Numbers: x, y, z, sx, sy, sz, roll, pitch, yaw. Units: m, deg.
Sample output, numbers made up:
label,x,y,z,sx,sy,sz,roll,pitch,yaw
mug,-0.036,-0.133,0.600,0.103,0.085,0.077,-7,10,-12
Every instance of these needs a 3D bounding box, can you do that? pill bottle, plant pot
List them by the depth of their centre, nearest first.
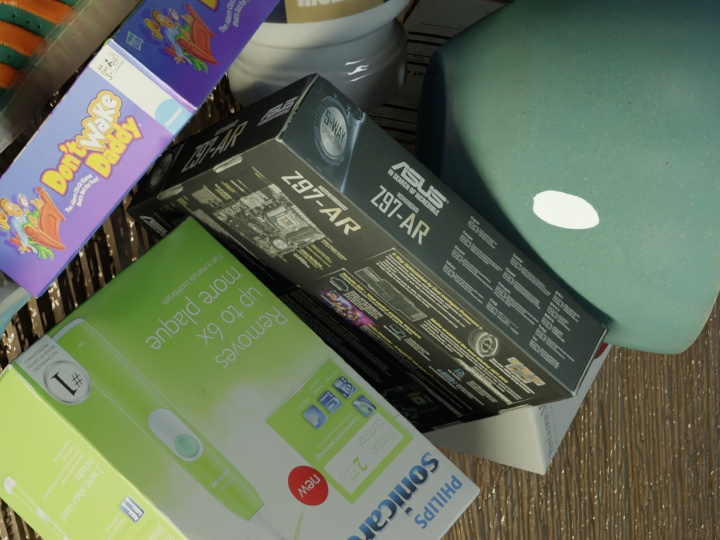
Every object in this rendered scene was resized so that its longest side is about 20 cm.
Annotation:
label,x,y,z,sx,sy,sz,roll,pitch,yaw
pill bottle,-0.030,-0.182,1.054,0.116,0.115,0.201,-46,140,-43
plant pot,0.100,-0.061,1.084,0.200,0.134,0.201,-176,-90,-83

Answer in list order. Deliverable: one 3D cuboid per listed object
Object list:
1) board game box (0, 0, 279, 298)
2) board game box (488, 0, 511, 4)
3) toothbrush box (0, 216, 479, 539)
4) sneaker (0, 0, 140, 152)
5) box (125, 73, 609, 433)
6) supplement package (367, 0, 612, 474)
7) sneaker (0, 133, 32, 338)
label,x,y,z,sx,sy,sz,roll,pitch,yaw
board game box,-0.087,-0.093,0.937,0.134,0.045,0.200,-45,-170,37
board game box,0.033,-0.218,1.175,0.030,0.095,0.200,-60,149,-24
toothbrush box,-0.067,0.096,1.020,0.146,0.200,0.086,-42,175,-44
sneaker,-0.165,-0.097,0.898,0.080,0.071,0.200,46,59,-15
box,0.000,0.000,1.060,0.200,0.160,0.044,40,61,-18
supplement package,0.075,-0.024,1.294,0.200,0.147,0.192,-58,148,-32
sneaker,-0.188,0.017,0.929,0.082,0.074,0.200,-50,-175,44
